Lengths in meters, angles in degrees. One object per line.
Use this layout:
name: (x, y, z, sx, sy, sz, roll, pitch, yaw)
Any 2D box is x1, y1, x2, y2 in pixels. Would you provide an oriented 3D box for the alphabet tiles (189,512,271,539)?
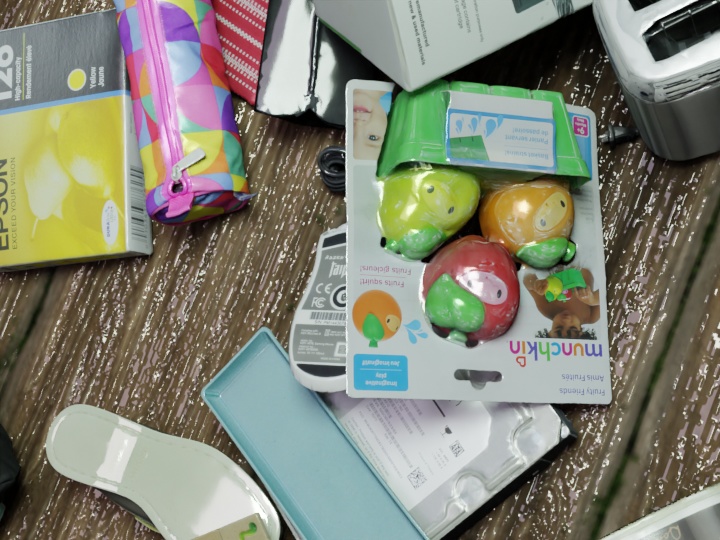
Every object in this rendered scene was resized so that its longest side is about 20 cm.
alphabet tiles: (-0.088, 0.263, 0.803, 0.198, 0.006, 0.168, -26, 87, 25)

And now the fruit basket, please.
fruit basket: (0.078, -0.019, 0.752, 0.182, 0.094, 0.203, 4, 72, -17)

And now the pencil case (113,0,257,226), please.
pencil case: (-0.137, -0.133, 0.900, 0.087, 0.088, 0.203, -16, 79, 19)

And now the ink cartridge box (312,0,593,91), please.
ink cartridge box: (0.076, -0.215, 0.770, 0.198, 0.084, 0.147, -27, 38, -14)

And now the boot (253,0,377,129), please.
boot: (0.011, -0.201, 0.870, 0.162, 0.066, 0.203, 8, 86, 7)

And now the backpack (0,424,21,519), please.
backpack: (-0.364, 0.179, 0.917, 0.200, 0.126, 0.167, -46, 53, 9)

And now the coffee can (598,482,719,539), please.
coffee can: (0.197, 0.237, 0.643, 0.145, 0.146, 0.202, -31, 67, 14)

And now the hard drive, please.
hard drive: (0.031, 0.118, 0.805, 0.199, 0.038, 0.140, -40, 66, 10)

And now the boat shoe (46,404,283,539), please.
boat shoe: (-0.135, 0.155, 0.857, 0.199, 0.060, 0.073, 22, 79, 23)

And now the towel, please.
towel: (-0.074, -0.247, 0.946, 0.144, 0.022, 0.201, 36, 95, 24)

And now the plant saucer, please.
plant saucer: (-0.030, 0.133, 0.798, 0.070, 0.019, 0.200, -44, 64, 9)

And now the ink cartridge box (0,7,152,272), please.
ink cartridge box: (-0.266, -0.102, 0.974, 0.197, 0.047, 0.201, -6, 83, 19)

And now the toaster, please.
toaster: (0.225, -0.151, 0.731, 0.198, 0.129, 0.115, -23, 69, 17)

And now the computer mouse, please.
computer mouse: (0.000, 0.000, 0.821, 0.108, 0.044, 0.202, 3, 59, 22)
